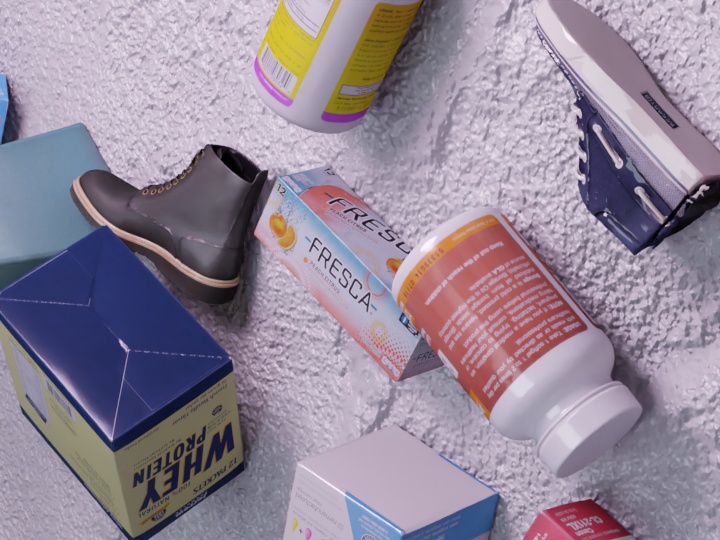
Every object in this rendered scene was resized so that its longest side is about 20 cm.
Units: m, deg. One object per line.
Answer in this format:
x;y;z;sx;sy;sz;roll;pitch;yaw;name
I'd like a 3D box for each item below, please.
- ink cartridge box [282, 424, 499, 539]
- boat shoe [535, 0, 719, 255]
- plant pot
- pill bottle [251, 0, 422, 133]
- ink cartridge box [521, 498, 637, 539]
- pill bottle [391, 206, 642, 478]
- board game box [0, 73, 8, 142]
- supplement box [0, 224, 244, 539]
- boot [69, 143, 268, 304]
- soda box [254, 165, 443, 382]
0.015;0.261;1.550;0.128;0.125;0.201;29;120;35;ink cartridge box
0.176;-0.103;1.322;0.200;0.075;0.093;53;124;19;boat shoe
-0.349;-0.035;1.771;0.141;0.200;0.142;-43;72;42;plant pot
-0.008;-0.215;1.453;0.104;0.104;0.200;47;129;24;pill bottle
0.194;0.298;1.394;0.200;0.083;0.146;41;112;29;ink cartridge box
0.122;0.057;1.396;0.200;0.112;0.112;52;131;21;pill bottle
-0.479;-0.118;1.880;0.056;0.195;0.201;-111;32;-54;board game box
-0.223;0.109;1.683;0.200;0.134;0.200;45;156;27;supplement box
-0.173;-0.079;1.686;0.200;0.077;0.139;32;118;20;boot
0.000;0.000;1.535;0.200;0.063;0.069;45;129;25;soda box
